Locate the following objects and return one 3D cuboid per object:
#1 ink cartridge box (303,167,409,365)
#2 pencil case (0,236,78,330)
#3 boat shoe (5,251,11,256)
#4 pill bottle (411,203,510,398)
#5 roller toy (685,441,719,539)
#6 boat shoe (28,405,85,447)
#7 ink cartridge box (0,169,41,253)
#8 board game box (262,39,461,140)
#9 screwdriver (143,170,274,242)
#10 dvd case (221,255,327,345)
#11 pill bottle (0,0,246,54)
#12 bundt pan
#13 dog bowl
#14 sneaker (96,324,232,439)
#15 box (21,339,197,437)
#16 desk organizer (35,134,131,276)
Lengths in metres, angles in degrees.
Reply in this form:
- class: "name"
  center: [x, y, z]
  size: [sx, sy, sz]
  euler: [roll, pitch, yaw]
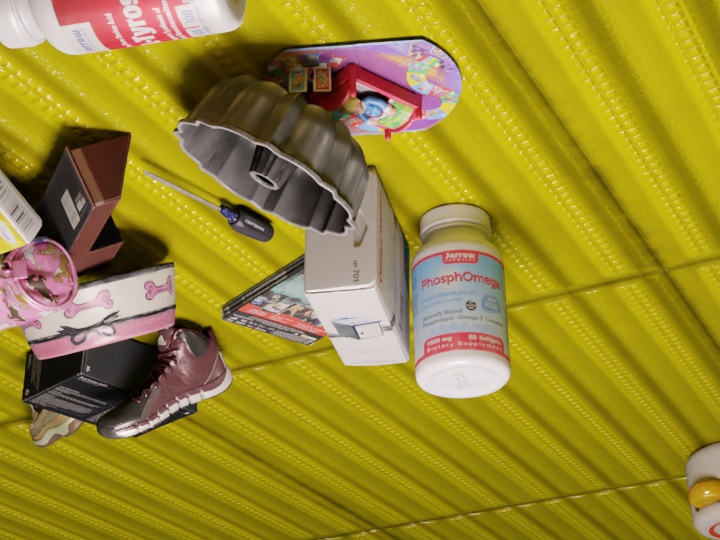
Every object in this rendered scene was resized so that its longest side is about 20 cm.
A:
- class: "ink cartridge box"
  center: [0.000, 0.000, 1.604]
  size: [0.085, 0.148, 0.200]
  euler: [-6, 153, 13]
- class: "pencil case"
  center: [-0.389, 0.023, 1.534]
  size: [0.199, 0.083, 0.087]
  euler: [-17, 109, 42]
- class: "boat shoe"
  center: [-0.414, -0.055, 1.578]
  size: [0.070, 0.071, 0.201]
  euler: [33, 155, 17]
- class: "pill bottle"
  center: [0.111, 0.033, 1.614]
  size: [0.107, 0.202, 0.109]
  euler: [-1, 154, -1]
- class: "roller toy"
  center: [0.635, 0.369, 2.368]
  size: [0.180, 0.141, 0.200]
  euler: [-9, 152, 13]
- class: "boat shoe"
  center: [-0.451, 0.203, 2.088]
  size: [0.076, 0.072, 0.200]
  euler: [46, 147, -10]
- class: "ink cartridge box"
  center: [-0.456, -0.084, 1.449]
  size: [0.198, 0.047, 0.198]
  euler: [-19, 123, 28]
- class: "board game box"
  center: [0.002, -0.160, 1.406]
  size: [0.197, 0.039, 0.158]
  euler: [-3, 153, 5]
- class: "screwdriver"
  center: [-0.164, -0.076, 1.582]
  size: [0.029, 0.028, 0.199]
  euler: [-44, 138, 11]
- class: "dvd case"
  center: [-0.063, 0.038, 1.817]
  size: [0.145, 0.022, 0.199]
  euler: [18, 148, -34]
- class: "pill bottle"
  center: [-0.200, -0.238, 1.166]
  size: [0.197, 0.114, 0.112]
  euler: [-7, 153, 11]
- class: "bundt pan"
  center: [-0.077, -0.118, 1.387]
  size: [0.200, 0.076, 0.202]
  euler: [27, 166, 7]
- class: "dog bowl"
  center: [-0.305, 0.049, 1.669]
  size: [0.198, 0.075, 0.200]
  euler: [-15, -179, 0]
- class: "sneaker"
  center: [-0.269, 0.132, 1.877]
  size: [0.199, 0.117, 0.075]
  euler: [-26, -157, -29]
- class: "box"
  center: [-0.341, 0.154, 1.969]
  size: [0.140, 0.080, 0.199]
  euler: [-21, 147, 39]
- class: "desk organizer"
  center: [-0.291, -0.062, 1.529]
  size: [0.076, 0.072, 0.200]
  euler: [-19, 165, -32]
